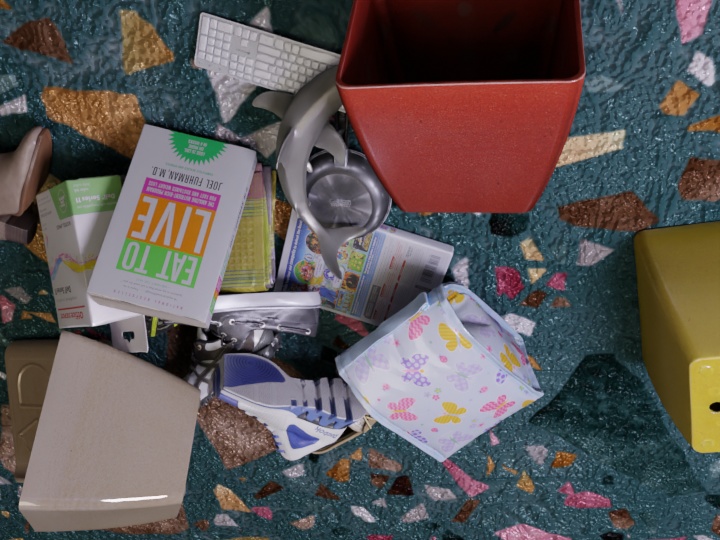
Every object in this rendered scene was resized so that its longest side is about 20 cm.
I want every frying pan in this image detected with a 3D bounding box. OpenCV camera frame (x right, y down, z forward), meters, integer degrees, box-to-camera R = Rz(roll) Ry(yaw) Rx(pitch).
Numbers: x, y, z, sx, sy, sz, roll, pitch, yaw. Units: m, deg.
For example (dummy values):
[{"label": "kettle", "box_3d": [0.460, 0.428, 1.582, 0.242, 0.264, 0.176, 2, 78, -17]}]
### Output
[{"label": "frying pan", "box_3d": [-0.007, -0.110, 0.901, 0.113, 0.031, 0.192, 23, 125, -5]}]

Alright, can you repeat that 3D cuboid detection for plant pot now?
[{"label": "plant pot", "box_3d": [-0.295, 0.213, 1.004, 0.173, 0.204, 0.200, 10, 154, -12]}, {"label": "plant pot", "box_3d": [0.409, 0.080, 0.875, 0.195, 0.178, 0.203, -7, 126, 16]}, {"label": "plant pot", "box_3d": [0.097, -0.164, 0.757, 0.195, 0.203, 0.178, 1, 141, 10]}]

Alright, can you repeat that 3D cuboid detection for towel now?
[{"label": "towel", "box_3d": [-0.190, -0.046, 0.956, 0.195, 0.023, 0.147, -3, 89, 12]}]

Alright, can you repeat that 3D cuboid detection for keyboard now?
[{"label": "keyboard", "box_3d": [-0.077, -0.212, 0.848, 0.196, 0.011, 0.057, 18, 125, 3]}]

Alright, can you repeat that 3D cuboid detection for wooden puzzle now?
[{"label": "wooden puzzle", "box_3d": [-0.419, 0.200, 1.167, 0.181, 0.046, 0.205, -2, 91, 20]}]

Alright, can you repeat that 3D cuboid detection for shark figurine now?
[{"label": "shark figurine", "box_3d": [-0.063, -0.103, 0.850, 0.125, 0.090, 0.219, 6, 117, 11]}]

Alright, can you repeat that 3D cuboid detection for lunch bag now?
[{"label": "lunch bag", "box_3d": [0.091, 0.109, 0.975, 0.169, 0.128, 0.199, -39, 127, 22]}]

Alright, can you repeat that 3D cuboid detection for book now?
[{"label": "book", "box_3d": [-0.201, -0.050, 0.896, 0.131, 0.204, 0.048, 12, 162, 2]}]

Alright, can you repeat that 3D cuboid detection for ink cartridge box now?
[{"label": "ink cartridge box", "box_3d": [-0.311, 0.002, 0.947, 0.116, 0.066, 0.205, -8, 93, 52]}]

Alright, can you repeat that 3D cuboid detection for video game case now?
[{"label": "video game case", "box_3d": [0.000, 0.000, 1.000, 0.196, 0.018, 0.145, 17, 129, -2]}]

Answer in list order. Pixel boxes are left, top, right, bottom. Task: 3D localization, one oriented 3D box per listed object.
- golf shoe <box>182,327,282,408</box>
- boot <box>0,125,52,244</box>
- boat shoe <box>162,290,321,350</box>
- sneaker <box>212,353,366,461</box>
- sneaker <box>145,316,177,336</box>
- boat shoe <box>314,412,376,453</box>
[{"label": "golf shoe", "box_3d": [-0.199, 0.115, 1.100, 0.198, 0.078, 0.095, -34, 106, 22]}, {"label": "boot", "box_3d": [-0.452, -0.116, 0.973, 0.144, 0.071, 0.202, 25, 127, -5]}, {"label": "boat shoe", "box_3d": [-0.141, 0.060, 0.967, 0.196, 0.070, 0.068, -2, 90, -23]}, {"label": "sneaker", "box_3d": [-0.100, 0.188, 1.047, 0.196, 0.081, 0.116, 18, 125, -16]}, {"label": "sneaker", "box_3d": [-0.201, 0.007, 1.017, 0.196, 0.077, 0.076, -22, 116, 4]}, {"label": "boat shoe", "box_3d": [-0.003, 0.191, 1.113, 0.074, 0.067, 0.200, 36, 125, -17]}]
